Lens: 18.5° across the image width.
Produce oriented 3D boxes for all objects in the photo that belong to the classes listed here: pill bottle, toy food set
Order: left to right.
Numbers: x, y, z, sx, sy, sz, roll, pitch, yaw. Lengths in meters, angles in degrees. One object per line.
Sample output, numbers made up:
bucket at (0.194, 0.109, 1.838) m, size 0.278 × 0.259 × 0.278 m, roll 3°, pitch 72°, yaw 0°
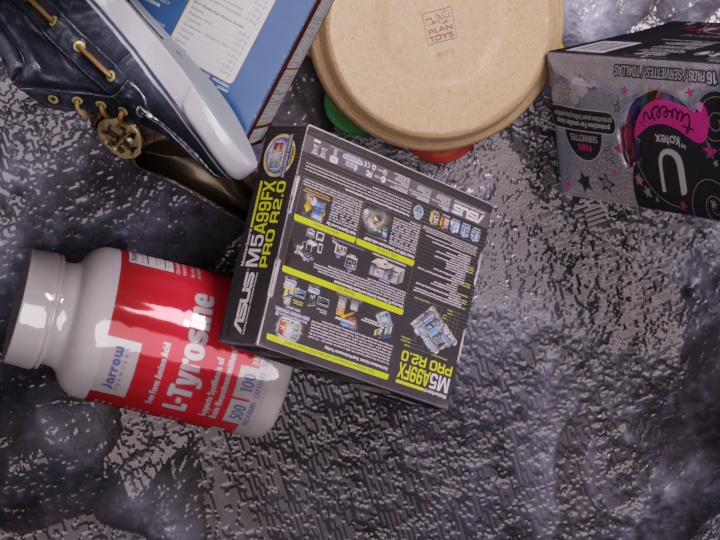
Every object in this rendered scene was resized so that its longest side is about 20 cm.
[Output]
pill bottle at (-0.152, 0.048, 1.603) m, size 0.199 × 0.112 × 0.113 m, roll 14°, pitch 100°, yaw -12°
toy food set at (0.052, -0.180, 1.621) m, size 0.200 × 0.049 × 0.198 m, roll -30°, pitch 106°, yaw -3°

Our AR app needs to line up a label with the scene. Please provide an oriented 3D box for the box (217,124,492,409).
box at (0.000, 0.000, 1.586) m, size 0.200 × 0.044 × 0.161 m, roll 20°, pitch 79°, yaw -42°

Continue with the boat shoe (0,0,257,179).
boat shoe at (-0.158, -0.119, 1.431) m, size 0.091 × 0.071 × 0.200 m, roll -41°, pitch 86°, yaw 9°

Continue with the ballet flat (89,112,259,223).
ballet flat at (-0.109, -0.068, 1.608) m, size 0.200 × 0.067 × 0.046 m, roll 28°, pitch 58°, yaw -18°

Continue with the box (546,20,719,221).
box at (0.244, -0.108, 1.575) m, size 0.132 × 0.200 × 0.115 m, roll -16°, pitch 105°, yaw -30°

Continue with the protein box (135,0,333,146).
protein box at (-0.116, -0.218, 1.516) m, size 0.198 × 0.135 × 0.200 m, roll 28°, pitch 97°, yaw 1°
